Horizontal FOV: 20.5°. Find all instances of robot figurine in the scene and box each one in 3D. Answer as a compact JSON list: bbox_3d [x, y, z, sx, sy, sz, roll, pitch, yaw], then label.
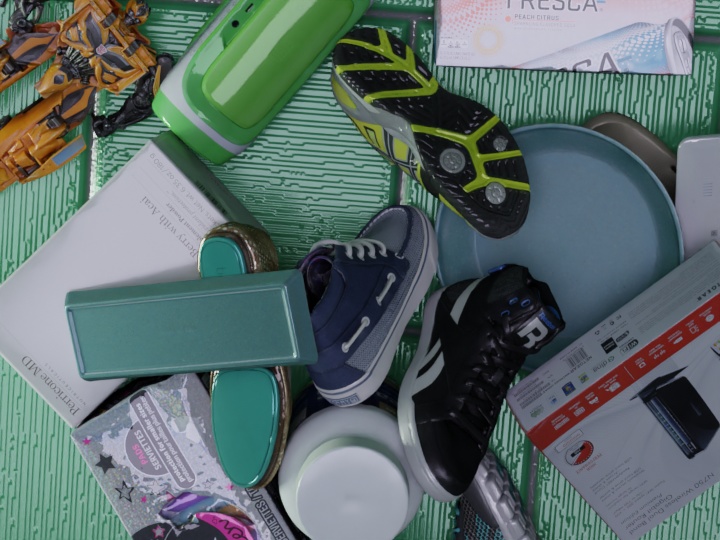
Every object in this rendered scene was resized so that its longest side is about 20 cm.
[{"bbox_3d":[-0.244,-0.145,1.547,0.200,0.058,0.145,-34,112,12],"label":"robot figurine"}]

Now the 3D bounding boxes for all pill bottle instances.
[{"bbox_3d":[-0.006,0.147,1.514,0.111,0.200,0.111,0,100,0],"label":"pill bottle"}]

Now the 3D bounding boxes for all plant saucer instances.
[{"bbox_3d":[-0.127,0.043,1.441,0.199,0.019,0.070,-6,102,25],"label":"plant saucer"},{"bbox_3d":[0.156,-0.018,1.550,0.199,0.036,0.201,5,103,20],"label":"plant saucer"}]

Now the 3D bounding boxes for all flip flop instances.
[{"bbox_3d":[0.253,-0.052,1.550,0.200,0.058,0.081,36,97,-5],"label":"flip flop"}]

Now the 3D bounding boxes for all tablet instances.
[{"bbox_3d":[0.304,-0.018,1.531,0.130,0.014,0.200,-5,122,-3],"label":"tablet"}]

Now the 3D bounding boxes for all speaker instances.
[{"bbox_3d":[-0.070,-0.179,1.536,0.088,0.088,0.200,41,97,-3],"label":"speaker"}]

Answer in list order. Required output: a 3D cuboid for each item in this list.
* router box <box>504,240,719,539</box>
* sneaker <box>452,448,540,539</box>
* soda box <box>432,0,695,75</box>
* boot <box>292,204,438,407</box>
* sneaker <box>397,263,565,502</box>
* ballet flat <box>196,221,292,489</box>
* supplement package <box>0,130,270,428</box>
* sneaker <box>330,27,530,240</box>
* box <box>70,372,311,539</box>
[{"bbox_3d":[0.237,0.097,1.528,0.200,0.049,0.180,-37,131,7],"label":"router box"},{"bbox_3d":[0.098,0.225,1.588,0.091,0.078,0.200,-26,94,9],"label":"sneaker"},{"bbox_3d":[0.155,-0.187,1.536,0.199,0.064,0.069,2,97,3],"label":"soda box"},{"bbox_3d":[0.000,0.000,1.498,0.073,0.200,0.090,-10,130,27],"label":"boot"},{"bbox_3d":[0.094,0.070,1.469,0.112,0.200,0.073,-27,126,32],"label":"sneaker"},{"bbox_3d":[-0.076,0.060,1.469,0.070,0.065,0.201,5,106,27],"label":"ballet flat"},{"bbox_3d":[-0.184,0.005,1.546,0.200,0.120,0.121,-44,95,7],"label":"supplement package"},{"bbox_3d":[0.055,-0.101,1.530,0.075,0.076,0.200,-36,76,-20],"label":"sneaker"},{"bbox_3d":[-0.124,0.175,1.559,0.115,0.132,0.200,-31,95,5],"label":"box"}]
